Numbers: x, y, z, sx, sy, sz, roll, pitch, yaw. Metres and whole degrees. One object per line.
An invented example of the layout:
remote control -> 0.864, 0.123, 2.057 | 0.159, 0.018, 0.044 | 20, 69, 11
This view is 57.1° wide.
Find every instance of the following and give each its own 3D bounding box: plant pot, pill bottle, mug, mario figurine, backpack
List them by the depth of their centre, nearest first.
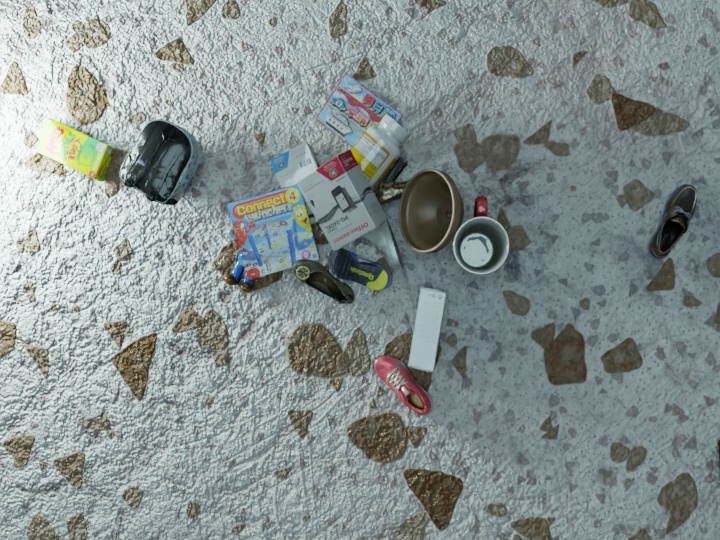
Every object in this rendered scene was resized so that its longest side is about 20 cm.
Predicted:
plant pot -> 0.190, -0.142, 1.634 | 0.199, 0.091, 0.207 | -7, 81, 51
mug -> 0.304, -0.074, 1.640 | 0.132, 0.200, 0.180 | 30, 91, 7
pill bottle -> 0.035, -0.299, 1.719 | 0.111, 0.111, 0.201 | 41, 98, 7
mario figurine -> -0.303, -0.049, 1.762 | 0.121, 0.106, 0.204 | 16, 99, -27
backpack -> -0.525, -0.295, 1.779 | 0.175, 0.151, 0.203 | 30, 99, 5

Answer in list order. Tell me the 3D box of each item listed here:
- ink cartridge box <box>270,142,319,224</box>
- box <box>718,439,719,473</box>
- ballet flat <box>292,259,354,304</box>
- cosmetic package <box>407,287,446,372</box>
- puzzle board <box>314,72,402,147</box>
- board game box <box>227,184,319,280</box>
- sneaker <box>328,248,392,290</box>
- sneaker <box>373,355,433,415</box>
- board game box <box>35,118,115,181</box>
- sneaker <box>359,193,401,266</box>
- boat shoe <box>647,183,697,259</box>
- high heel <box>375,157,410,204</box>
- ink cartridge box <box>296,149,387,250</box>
ink cartridge box -> -0.147, -0.222, 1.769 | 0.114, 0.068, 0.204 | -23, 85, 7
box -> 0.960, 0.513, 1.553 | 0.160, 0.166, 0.206 | -2, 88, 6
ballet flat -> -0.093, 0.036, 1.713 | 0.198, 0.047, 0.067 | 34, 118, -30
cosmetic package -> 0.172, 0.150, 1.701 | 0.072, 0.102, 0.205 | 11, 88, 8
puzzle board -> -0.006, -0.415, 1.783 | 0.198, 0.017, 0.152 | 36, 93, 8
board game box -> -0.221, -0.100, 1.699 | 0.195, 0.056, 0.201 | -16, 100, -2
sneaker -> 0.000, 0.000, 1.745 | 0.197, 0.082, 0.075 | 28, 101, 27
sneaker -> 0.113, 0.294, 1.709 | 0.200, 0.087, 0.074 | 43, 92, 7
board game box -> -0.804, -0.340, 1.868 | 0.196, 0.048, 0.104 | 24, 92, 7
sneaker -> 0.029, -0.086, 1.745 | 0.113, 0.074, 0.204 | -24, 76, 8
boat shoe -> 0.788, -0.121, 1.643 | 0.071, 0.072, 0.204 | 24, 91, 7
high heel -> 0.141, -0.189, 1.714 | 0.198, 0.072, 0.144 | 32, 75, 14
ink cartridge box -> -0.045, -0.173, 1.655 | 0.143, 0.083, 0.203 | -26, 97, 30
